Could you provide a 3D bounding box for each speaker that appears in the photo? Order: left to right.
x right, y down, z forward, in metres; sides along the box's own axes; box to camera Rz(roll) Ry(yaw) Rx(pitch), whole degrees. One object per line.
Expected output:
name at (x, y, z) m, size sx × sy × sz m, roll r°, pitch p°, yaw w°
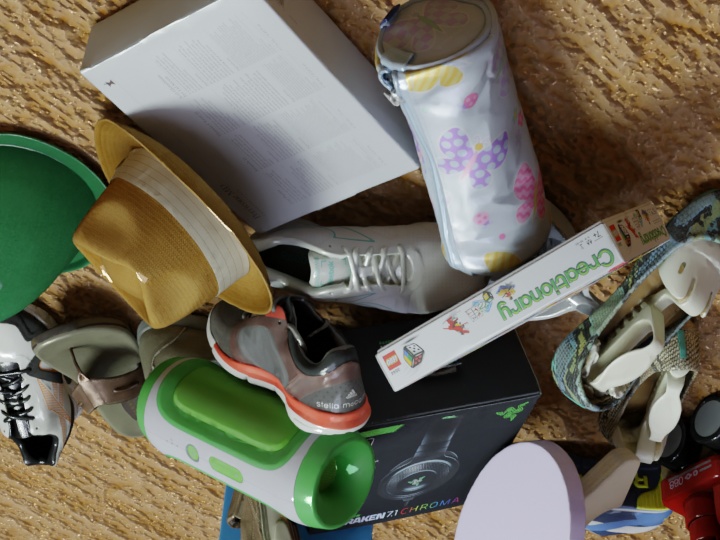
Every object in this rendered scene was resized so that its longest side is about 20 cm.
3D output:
speaker at (-0.085, 0.132, 1.122) m, size 0.198 × 0.089 × 0.089 m, roll 19°, pitch 155°, yaw 38°

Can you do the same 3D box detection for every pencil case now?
pencil case at (0.072, -0.089, 0.971) m, size 0.082 × 0.091 × 0.201 m, roll 12°, pitch 143°, yaw 33°

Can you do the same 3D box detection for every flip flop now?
flip flop at (-0.223, 0.104, 1.270) m, size 0.080 × 0.058 × 0.201 m, roll -19°, pitch 143°, yaw 3°

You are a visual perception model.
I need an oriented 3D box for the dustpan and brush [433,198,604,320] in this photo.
dustpan and brush at (0.150, 0.006, 1.122) m, size 0.197 × 0.058 × 0.140 m, roll 17°, pitch 140°, yaw -15°

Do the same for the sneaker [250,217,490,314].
sneaker at (0.000, 0.000, 1.085) m, size 0.197 × 0.080 × 0.072 m, roll 3°, pitch 99°, yaw 14°

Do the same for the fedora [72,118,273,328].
fedora at (-0.150, -0.017, 1.036) m, size 0.200 × 0.082 × 0.201 m, roll 40°, pitch 162°, yaw 16°

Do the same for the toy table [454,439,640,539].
toy table at (0.167, 0.236, 1.231) m, size 0.116 × 0.185 × 0.201 m, roll 0°, pitch 131°, yaw -38°

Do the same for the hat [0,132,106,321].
hat at (-0.288, 0.022, 1.094) m, size 0.164 × 0.178 × 0.200 m, roll 24°, pitch 138°, yaw -23°

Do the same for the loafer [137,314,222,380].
loafer at (-0.100, 0.089, 1.247) m, size 0.197 × 0.070 × 0.076 m, roll 6°, pitch 142°, yaw -2°

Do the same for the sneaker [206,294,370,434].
sneaker at (-0.052, 0.049, 1.099) m, size 0.076 × 0.199 × 0.083 m, roll -14°, pitch 119°, yaw -33°

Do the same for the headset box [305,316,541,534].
headset box at (0.040, 0.125, 1.216) m, size 0.172 × 0.094 × 0.201 m, roll -7°, pitch 146°, yaw -21°

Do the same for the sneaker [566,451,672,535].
sneaker at (0.208, 0.218, 1.375) m, size 0.197 × 0.075 × 0.083 m, roll 6°, pitch 148°, yaw 3°

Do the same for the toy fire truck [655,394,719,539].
toy fire truck at (0.333, 0.203, 1.237) m, size 0.128 × 0.202 × 0.176 m, roll 28°, pitch 137°, yaw -27°

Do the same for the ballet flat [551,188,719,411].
ballet flat at (0.226, 0.029, 1.074) m, size 0.074 × 0.074 × 0.201 m, roll 29°, pitch 109°, yaw -28°

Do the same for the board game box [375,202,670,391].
board game box at (0.118, 0.018, 1.033) m, size 0.199 × 0.035 × 0.126 m, roll -32°, pitch 174°, yaw 28°

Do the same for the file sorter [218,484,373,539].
file sorter at (-0.052, 0.244, 1.335) m, size 0.136 × 0.202 × 0.123 m, roll 0°, pitch 145°, yaw 6°

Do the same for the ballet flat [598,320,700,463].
ballet flat at (0.250, 0.120, 1.243) m, size 0.067 × 0.076 × 0.201 m, roll 2°, pitch 142°, yaw -5°

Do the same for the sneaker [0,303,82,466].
sneaker at (-0.299, 0.101, 1.279) m, size 0.073 × 0.081 × 0.201 m, roll -3°, pitch 140°, yaw 13°

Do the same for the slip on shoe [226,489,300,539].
slip on shoe at (-0.090, 0.205, 1.245) m, size 0.060 × 0.203 × 0.076 m, roll -17°, pitch 158°, yaw 4°

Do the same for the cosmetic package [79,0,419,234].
cosmetic package at (-0.072, -0.120, 0.994) m, size 0.149 × 0.052 × 0.200 m, roll -22°, pitch 135°, yaw 28°
